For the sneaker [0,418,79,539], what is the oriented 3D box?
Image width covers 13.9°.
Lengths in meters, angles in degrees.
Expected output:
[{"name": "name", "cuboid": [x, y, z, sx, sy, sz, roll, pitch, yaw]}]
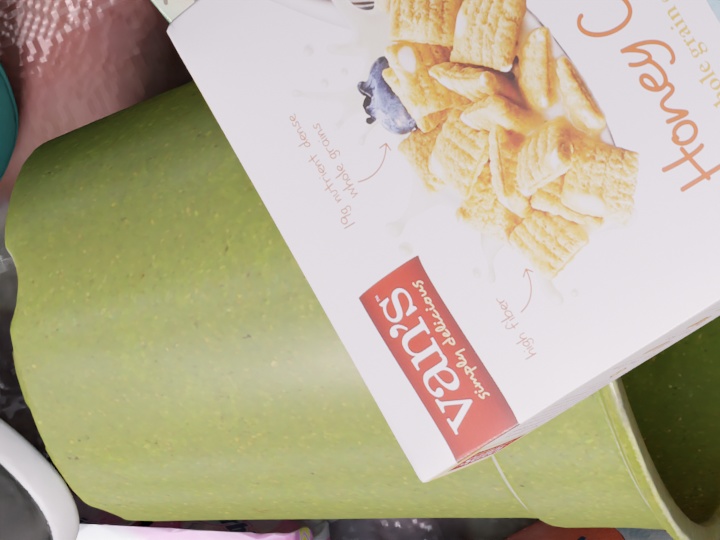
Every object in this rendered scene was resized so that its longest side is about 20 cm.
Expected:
[{"name": "sneaker", "cuboid": [-0.193, 0.056, 0.906, 0.200, 0.099, 0.071, 31, 141, 18]}]

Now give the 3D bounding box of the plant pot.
[{"name": "plant pot", "cuboid": [0.000, 0.000, 0.898, 0.190, 0.200, 0.200, -10, 103, 18]}]

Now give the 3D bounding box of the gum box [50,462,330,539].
[{"name": "gum box", "cuboid": [-0.107, 0.127, 0.979, 0.199, 0.066, 0.114, 3, 105, 2]}]

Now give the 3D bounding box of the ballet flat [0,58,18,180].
[{"name": "ballet flat", "cuboid": [-0.148, -0.083, 0.885, 0.072, 0.200, 0.072, 1, 62, -1]}]

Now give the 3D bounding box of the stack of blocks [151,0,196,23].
[{"name": "stack of blocks", "cuboid": [-0.013, -0.181, 0.905, 0.200, 0.059, 0.115, -37, 99, 11]}]

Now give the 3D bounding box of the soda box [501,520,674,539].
[{"name": "soda box", "cuboid": [0.028, 0.142, 0.935, 0.200, 0.064, 0.069, -26, 112, -20]}]

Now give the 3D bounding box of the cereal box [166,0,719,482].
[{"name": "cereal box", "cuboid": [0.058, -0.054, 0.738, 0.200, 0.040, 0.144, -35, 80, 32]}]
